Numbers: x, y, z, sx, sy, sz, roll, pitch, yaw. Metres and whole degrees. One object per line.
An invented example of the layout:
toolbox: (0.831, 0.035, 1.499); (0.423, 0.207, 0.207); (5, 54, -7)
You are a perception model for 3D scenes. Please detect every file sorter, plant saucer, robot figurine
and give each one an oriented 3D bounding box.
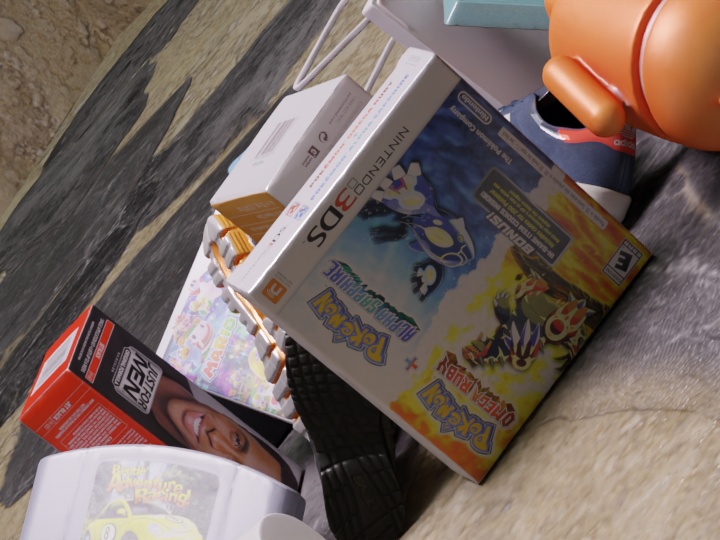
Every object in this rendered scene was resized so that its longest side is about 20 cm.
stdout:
file sorter: (0.075, -0.137, 1.753); (0.125, 0.200, 0.139); (-42, 16, 45)
plant saucer: (0.156, -0.180, 1.658); (0.070, 0.199, 0.019); (-89, 4, -64)
robot figurine: (0.192, -0.138, 1.500); (0.200, 0.144, 0.117); (29, 110, 56)

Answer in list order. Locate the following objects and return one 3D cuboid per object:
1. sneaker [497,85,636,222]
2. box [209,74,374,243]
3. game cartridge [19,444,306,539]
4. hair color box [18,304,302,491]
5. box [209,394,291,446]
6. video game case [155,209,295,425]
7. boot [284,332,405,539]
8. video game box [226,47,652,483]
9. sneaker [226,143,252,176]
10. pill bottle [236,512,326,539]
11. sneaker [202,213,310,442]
sneaker: (0.107, -0.089, 1.639); (0.200, 0.075, 0.085); (15, 91, 42)
box: (0.019, -0.025, 1.628); (0.098, 0.200, 0.124); (-56, 15, -15)
game cartridge: (-0.139, 0.184, 1.635); (0.199, 0.041, 0.133); (3, 67, 24)
hair color box: (-0.139, 0.124, 1.741); (0.061, 0.200, 0.102); (-44, 16, 23)
box: (-0.070, 0.056, 1.951); (0.200, 0.079, 0.141); (-52, 18, -4)
video game case: (-0.049, 0.034, 1.761); (0.200, 0.018, 0.144); (17, 82, 36)
boot: (-0.014, 0.069, 1.567); (0.068, 0.201, 0.131); (-8, 21, -3)
video game box: (0.050, -0.002, 1.473); (0.182, 0.200, 0.047); (-52, 23, -4)
sneaker: (-0.054, -0.009, 1.856); (0.090, 0.078, 0.201); (-23, 66, 27)
pill bottle: (-0.095, 0.241, 1.492); (0.200, 0.112, 0.112); (-46, 15, 22)
sneaker: (-0.035, 0.036, 1.697); (0.077, 0.200, 0.078); (-19, -19, -26)
